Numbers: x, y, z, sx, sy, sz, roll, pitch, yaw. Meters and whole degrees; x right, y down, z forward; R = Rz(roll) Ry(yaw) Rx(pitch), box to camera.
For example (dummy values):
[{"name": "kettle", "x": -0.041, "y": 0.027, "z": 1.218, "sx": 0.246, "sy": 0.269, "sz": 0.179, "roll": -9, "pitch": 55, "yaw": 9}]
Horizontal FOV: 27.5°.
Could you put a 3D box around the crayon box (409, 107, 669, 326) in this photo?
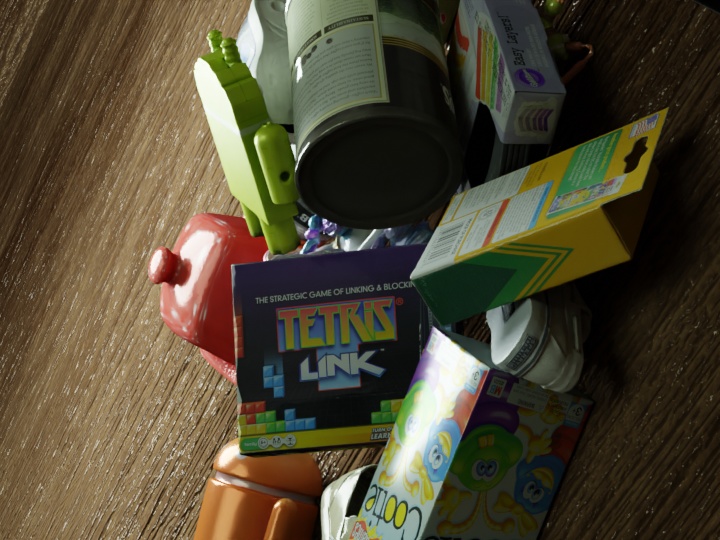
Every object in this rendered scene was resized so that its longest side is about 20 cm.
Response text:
[{"name": "crayon box", "x": 0.145, "y": -0.039, "z": 1.106, "sx": 0.198, "sy": 0.052, "sz": 0.126, "roll": -22, "pitch": 22, "yaw": 33}]

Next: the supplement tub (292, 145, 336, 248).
[{"name": "supplement tub", "x": -0.020, "y": -0.115, "z": 1.495, "sx": 0.200, "sy": 0.121, "sz": 0.124, "roll": -46, "pitch": 36, "yaw": 43}]

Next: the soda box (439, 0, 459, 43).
[{"name": "soda box", "x": 0.031, "y": -0.286, "z": 1.560, "sx": 0.200, "sy": 0.067, "sz": 0.065, "roll": 32, "pitch": 102, "yaw": 63}]

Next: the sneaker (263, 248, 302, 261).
[{"name": "sneaker", "x": -0.057, "y": 0.063, "z": 1.537, "sx": 0.201, "sy": 0.078, "sz": 0.096, "roll": -107, "pitch": 21, "yaw": -50}]

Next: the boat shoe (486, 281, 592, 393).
[{"name": "boat shoe", "x": 0.144, "y": 0.035, "z": 1.144, "sx": 0.071, "sy": 0.069, "sz": 0.200, "roll": -55, "pitch": 9, "yaw": 19}]

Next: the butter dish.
[{"name": "butter dish", "x": -0.173, "y": 0.011, "z": 1.686, "sx": 0.199, "sy": 0.146, "sz": 0.202, "roll": 26, "pitch": 98, "yaw": 64}]

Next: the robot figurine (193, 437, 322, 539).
[{"name": "robot figurine", "x": -0.104, "y": 0.249, "z": 1.444, "sx": 0.144, "sy": 0.115, "sz": 0.203, "roll": 34, "pitch": -110, "yaw": -73}]

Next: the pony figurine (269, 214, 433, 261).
[{"name": "pony figurine", "x": 0.000, "y": 0.000, "z": 1.384, "sx": 0.199, "sy": 0.166, "sz": 0.194, "roll": -38, "pitch": 29, "yaw": 31}]

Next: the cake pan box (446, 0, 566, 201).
[{"name": "cake pan box", "x": 0.115, "y": -0.133, "z": 1.262, "sx": 0.201, "sy": 0.052, "sz": 0.186, "roll": -101, "pitch": 15, "yaw": -45}]

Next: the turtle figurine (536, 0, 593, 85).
[{"name": "turtle figurine", "x": 0.168, "y": -0.257, "z": 1.281, "sx": 0.161, "sy": 0.064, "sz": 0.202, "roll": 37, "pitch": 107, "yaw": 62}]

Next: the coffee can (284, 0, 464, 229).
[{"name": "coffee can", "x": 0.009, "y": -0.160, "z": 1.298, "sx": 0.146, "sy": 0.145, "sz": 0.202, "roll": -46, "pitch": 38, "yaw": 41}]

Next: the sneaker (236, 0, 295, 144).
[{"name": "sneaker", "x": -0.087, "y": -0.164, "z": 1.460, "sx": 0.147, "sy": 0.079, "sz": 0.202, "roll": 112, "pitch": 155, "yaw": -48}]

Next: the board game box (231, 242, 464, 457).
[{"name": "board game box", "x": -0.008, "y": 0.069, "z": 1.264, "sx": 0.057, "sy": 0.197, "sz": 0.168, "roll": 36, "pitch": -131, "yaw": -74}]

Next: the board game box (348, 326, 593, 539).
[{"name": "board game box", "x": 0.081, "y": 0.164, "z": 1.152, "sx": 0.105, "sy": 0.102, "sz": 0.202, "roll": 35, "pitch": 105, "yaw": 63}]

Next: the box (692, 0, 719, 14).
[{"name": "box", "x": 0.276, "y": -0.326, "z": 1.048, "sx": 0.200, "sy": 0.122, "sz": 0.200, "roll": -47, "pitch": 37, "yaw": 38}]

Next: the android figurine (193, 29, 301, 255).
[{"name": "android figurine", "x": -0.103, "y": -0.119, "z": 1.340, "sx": 0.182, "sy": 0.041, "sz": 0.202, "roll": -143, "pitch": 35, "yaw": -64}]

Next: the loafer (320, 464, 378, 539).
[{"name": "loafer", "x": 0.005, "y": 0.249, "z": 1.280, "sx": 0.069, "sy": 0.075, "sz": 0.201, "roll": -60, "pitch": 28, "yaw": 35}]
